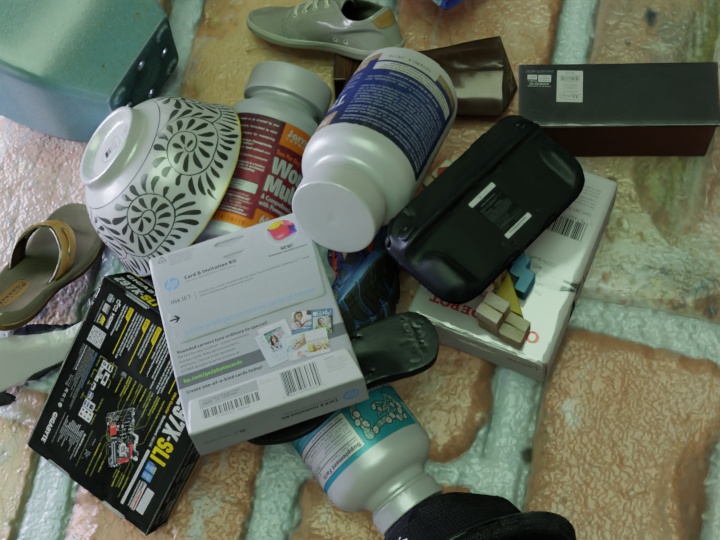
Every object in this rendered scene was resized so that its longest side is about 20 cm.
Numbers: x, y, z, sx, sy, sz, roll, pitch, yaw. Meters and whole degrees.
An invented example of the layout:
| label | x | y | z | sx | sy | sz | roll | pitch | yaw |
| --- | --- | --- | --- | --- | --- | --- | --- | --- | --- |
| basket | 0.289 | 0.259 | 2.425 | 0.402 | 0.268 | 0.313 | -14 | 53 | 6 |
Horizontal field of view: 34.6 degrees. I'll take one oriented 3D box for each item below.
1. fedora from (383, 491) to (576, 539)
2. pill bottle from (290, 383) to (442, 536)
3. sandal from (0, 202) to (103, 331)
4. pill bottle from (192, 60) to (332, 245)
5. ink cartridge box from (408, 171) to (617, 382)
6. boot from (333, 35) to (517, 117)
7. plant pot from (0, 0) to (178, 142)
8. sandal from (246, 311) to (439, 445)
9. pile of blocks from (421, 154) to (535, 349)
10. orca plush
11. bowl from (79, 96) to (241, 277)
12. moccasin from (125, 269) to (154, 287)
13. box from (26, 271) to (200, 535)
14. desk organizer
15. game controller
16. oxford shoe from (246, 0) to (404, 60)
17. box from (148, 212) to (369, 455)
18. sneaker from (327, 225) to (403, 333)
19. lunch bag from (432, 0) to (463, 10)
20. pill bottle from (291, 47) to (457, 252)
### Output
| label | x | y | z | sx | sy | sz | roll | pitch | yaw |
| --- | --- | --- | --- | --- | --- | --- | --- | --- | --- |
| fedora | 0.089 | 0.256 | 1.031 | 0.200 | 0.201 | 0.092 | -30 | 45 | -4 |
| pill bottle | -0.009 | 0.150 | 1.096 | 0.111 | 0.111 | 0.200 | -36 | 71 | -6 |
| sandal | -0.326 | -0.015 | 1.180 | 0.080 | 0.054 | 0.200 | 13 | 38 | 15 |
| pill bottle | -0.100 | -0.108 | 1.197 | 0.109 | 0.110 | 0.201 | 14 | 73 | 11 |
| ink cartridge box | 0.151 | -0.010 | 1.146 | 0.145 | 0.084 | 0.201 | 21 | 75 | 14 |
| boot | 0.072 | -0.162 | 1.226 | 0.198 | 0.064 | 0.188 | -1 | 73 | 1 |
| plant pot | -0.309 | -0.249 | 1.236 | 0.199 | 0.196 | 0.197 | 29 | 76 | 5 |
| sandal | -0.024 | 0.088 | 1.038 | 0.199 | 0.043 | 0.076 | -27 | 69 | -10 |
| pile of blocks | 0.121 | -0.029 | 1.078 | 0.082 | 0.062 | 0.201 | -22 | 69 | 1 |
| orca plush | -0.359 | 0.068 | 1.189 | 0.199 | 0.106 | 0.071 | -29 | 39 | -1 |
| bowl | -0.219 | -0.103 | 1.161 | 0.200 | 0.094 | 0.202 | -31 | 44 | 35 |
| moccasin | -0.162 | 0.048 | 1.165 | 0.068 | 0.081 | 0.200 | -40 | 72 | -4 |
| box | -0.217 | 0.127 | 1.118 | 0.159 | 0.049 | 0.201 | 31 | 105 | 15 |
| desk organizer | 0.262 | -0.163 | 1.190 | 0.198 | 0.077 | 0.072 | 1 | 71 | 7 |
| game controller | 0.115 | -0.058 | 1.049 | 0.104 | 0.042 | 0.200 | 45 | 68 | 7 |
| oxford shoe | -0.040 | -0.272 | 1.249 | 0.199 | 0.058 | 0.075 | 16 | 40 | 32 |
| box | -0.095 | 0.050 | 1.030 | 0.155 | 0.041 | 0.201 | -18 | 53 | -4 |
| sneaker | 0.000 | 0.000 | 1.143 | 0.078 | 0.076 | 0.200 | -2 | 31 | 22 |
| lunch bag | 0.098 | -0.394 | 1.269 | 0.170 | 0.128 | 0.200 | 38 | 50 | 17 |
| pill bottle | 0.011 | -0.113 | 1.090 | 0.110 | 0.111 | 0.200 | 18 | 48 | 12 |
